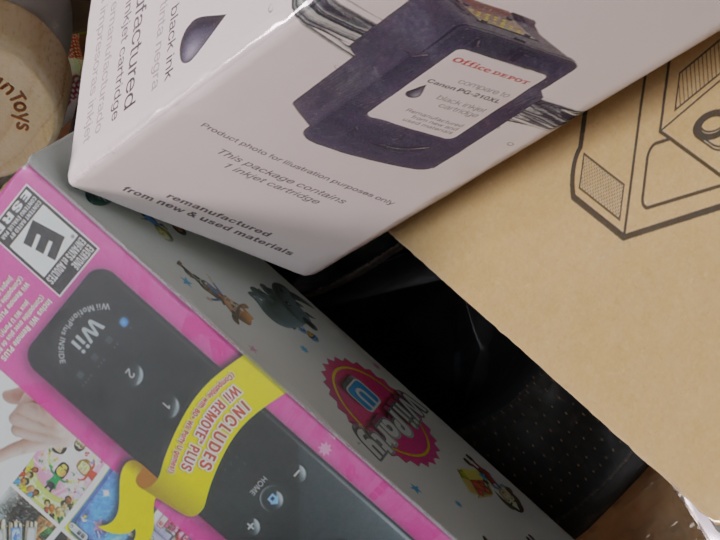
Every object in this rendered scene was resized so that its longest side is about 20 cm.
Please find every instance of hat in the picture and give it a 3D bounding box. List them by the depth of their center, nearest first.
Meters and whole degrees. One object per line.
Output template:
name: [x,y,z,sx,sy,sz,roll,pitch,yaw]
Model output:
hat: [0.000,0.000,0.886,0.081,0.199,0.202,140,119,-68]

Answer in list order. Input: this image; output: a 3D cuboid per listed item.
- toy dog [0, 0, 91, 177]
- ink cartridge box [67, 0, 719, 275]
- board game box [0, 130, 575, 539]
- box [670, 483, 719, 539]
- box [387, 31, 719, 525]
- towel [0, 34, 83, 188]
toy dog: [-0.153,-0.048,0.855,0.096,0.132,0.200,38,104,-16]
ink cartridge box: [0.018,-0.106,0.731,0.200,0.084,0.146,-30,47,49]
board game box: [-0.049,0.082,0.800,0.200,0.064,0.148,41,107,0]
box: [0.098,-0.035,0.773,0.117,0.060,0.200,-48,54,23]
box: [0.093,-0.063,0.710,0.163,0.021,0.201,43,110,50]
towel: [-0.149,-0.076,0.982,0.146,0.030,0.201,-42,42,23]
